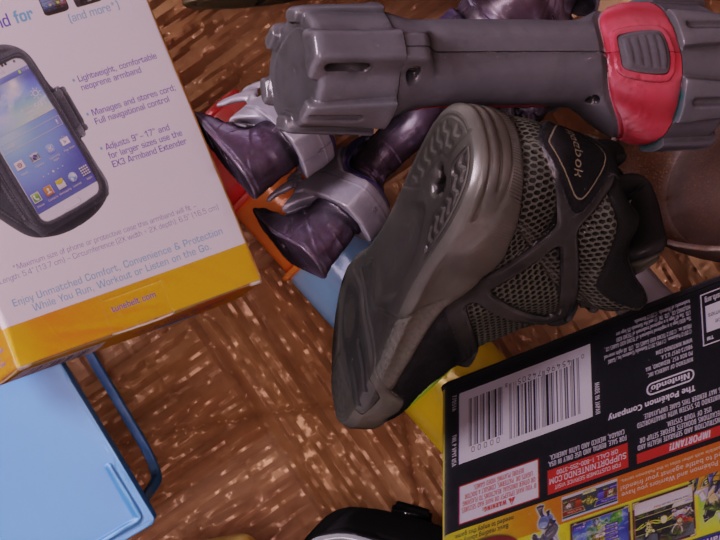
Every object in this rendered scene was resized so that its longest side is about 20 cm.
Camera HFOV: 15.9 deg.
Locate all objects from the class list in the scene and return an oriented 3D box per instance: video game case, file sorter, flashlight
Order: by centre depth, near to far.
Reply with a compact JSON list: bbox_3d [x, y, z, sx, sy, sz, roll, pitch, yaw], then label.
[{"bbox_3d":[0.115,0.098,1.029,0.200,0.025,0.181,-23,50,34],"label":"video game case"},{"bbox_3d":[0.058,-0.081,1.064,0.199,0.068,0.068,-3,120,-24],"label":"flashlight"},{"bbox_3d":[-0.205,0.095,1.154,0.200,0.123,0.139,-31,92,3],"label":"file sorter"}]

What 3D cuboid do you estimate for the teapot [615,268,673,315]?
[{"bbox_3d":[0.224,0.049,1.130,0.197,0.146,0.200,-27,123,23],"label":"teapot"}]

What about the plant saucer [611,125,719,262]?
[{"bbox_3d":[0.202,-0.064,1.105,0.200,0.200,0.032,-28,120,4],"label":"plant saucer"}]

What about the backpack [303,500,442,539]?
[{"bbox_3d":[0.032,0.224,1.148,0.177,0.151,0.201,16,99,0],"label":"backpack"}]

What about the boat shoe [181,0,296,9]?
[{"bbox_3d":[0.010,-0.168,1.157,0.199,0.075,0.069,-16,92,-8],"label":"boat shoe"}]

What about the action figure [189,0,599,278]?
[{"bbox_3d":[0.031,-0.090,1.123,0.200,0.069,0.130,-36,127,-9],"label":"action figure"}]

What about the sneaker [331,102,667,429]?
[{"bbox_3d":[0.057,0.009,1.078,0.114,0.200,0.076,7,51,-21],"label":"sneaker"}]

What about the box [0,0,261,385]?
[{"bbox_3d":[-0.134,-0.064,1.090,0.119,0.041,0.201,-19,82,-27],"label":"box"}]

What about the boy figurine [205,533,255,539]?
[{"bbox_3d":[-0.111,0.200,1.187,0.124,0.064,0.200,33,92,19],"label":"boy figurine"}]

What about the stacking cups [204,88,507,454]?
[{"bbox_3d":[0.000,0.000,1.172,0.060,0.061,0.200,-40,91,4],"label":"stacking cups"}]
